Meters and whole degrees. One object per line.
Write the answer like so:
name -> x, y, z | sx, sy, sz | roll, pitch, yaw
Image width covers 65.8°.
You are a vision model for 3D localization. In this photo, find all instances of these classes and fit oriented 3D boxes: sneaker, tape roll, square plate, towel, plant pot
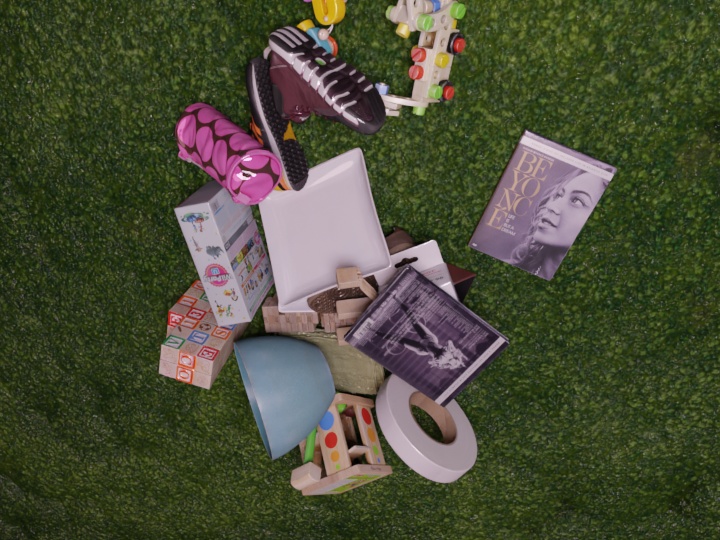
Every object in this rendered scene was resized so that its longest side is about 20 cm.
sneaker -> 0.000, 0.000, 0.908 | 0.198, 0.076, 0.071 | -27, 135, 6
tape roll -> 0.115, 0.263, 0.960 | 0.202, 0.203, 0.037 | 36, 118, -8
square plate -> -0.060, -0.066, 0.879 | 0.195, 0.028, 0.203 | -20, 74, 18
towel -> -0.053, 0.164, 1.023 | 0.196, 0.037, 0.150 | 0, 125, 12
sneaker -> -0.053, -0.230, 0.763 | 0.200, 0.075, 0.116 | 46, 144, 13
plant pot -> -0.120, 0.195, 0.938 | 0.133, 0.200, 0.203 | -17, 116, -18
sneaker -> -0.149, -0.213, 0.846 | 0.089, 0.070, 0.203 | 0, 121, 30

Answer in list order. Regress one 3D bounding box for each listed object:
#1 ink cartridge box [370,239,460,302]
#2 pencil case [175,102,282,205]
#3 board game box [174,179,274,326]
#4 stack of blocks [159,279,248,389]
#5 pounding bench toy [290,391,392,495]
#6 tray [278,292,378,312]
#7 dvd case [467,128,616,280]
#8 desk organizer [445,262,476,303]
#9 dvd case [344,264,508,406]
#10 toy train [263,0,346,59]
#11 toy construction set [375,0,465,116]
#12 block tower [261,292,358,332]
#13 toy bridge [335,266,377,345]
ink cartridge box -> 0.099, 0.069, 0.858 | 0.114, 0.068, 0.202 | -20, 114, 10
pencil case -> -0.199, -0.169, 0.819 | 0.094, 0.200, 0.091 | -50, 140, -1
board game box -> -0.213, -0.035, 0.904 | 0.063, 0.148, 0.203 | -10, 113, 14
stack of blocks -> -0.270, 0.102, 0.951 | 0.113, 0.201, 0.059 | 16, 118, 1
pounding bench toy -> -0.058, 0.302, 0.995 | 0.123, 0.158, 0.199 | -28, 150, 21
tray -> -0.041, 0.019, 0.946 | 0.196, 0.022, 0.109 | -1, 74, 11
dvd case -> 0.275, -0.096, 0.860 | 0.147, 0.016, 0.202 | 22, 117, 0
desk organizer -> 0.125, 0.089, 0.946 | 0.076, 0.072, 0.202 | 19, 118, -2
dvd case -> 0.097, 0.101, 0.818 | 0.199, 0.016, 0.149 | 35, 111, -15
toy train -> -0.076, -0.370, 0.775 | 0.149, 0.055, 0.202 | 32, 132, 24
toy construction set -> 0.073, -0.285, 0.746 | 0.092, 0.130, 0.202 | 47, 132, 28
block tower -> -0.070, 0.073, 0.982 | 0.196, 0.054, 0.059 | 0, 117, 9
toy bridge -> -0.005, 0.060, 0.874 | 0.066, 0.028, 0.201 | -7, 146, -7
